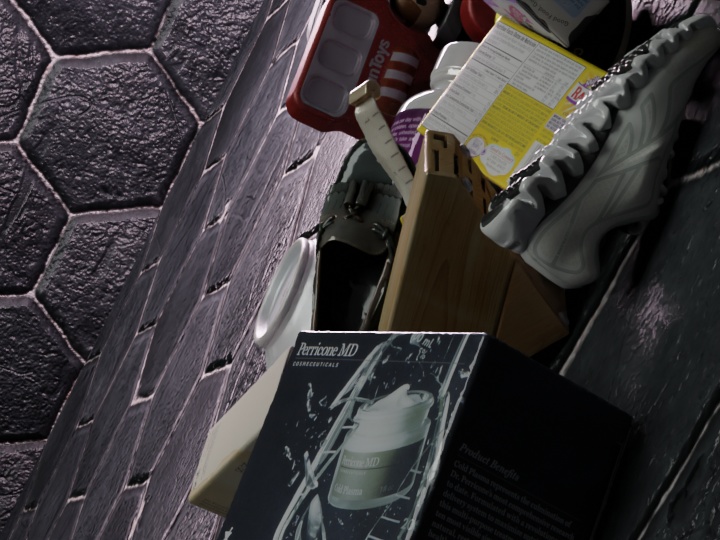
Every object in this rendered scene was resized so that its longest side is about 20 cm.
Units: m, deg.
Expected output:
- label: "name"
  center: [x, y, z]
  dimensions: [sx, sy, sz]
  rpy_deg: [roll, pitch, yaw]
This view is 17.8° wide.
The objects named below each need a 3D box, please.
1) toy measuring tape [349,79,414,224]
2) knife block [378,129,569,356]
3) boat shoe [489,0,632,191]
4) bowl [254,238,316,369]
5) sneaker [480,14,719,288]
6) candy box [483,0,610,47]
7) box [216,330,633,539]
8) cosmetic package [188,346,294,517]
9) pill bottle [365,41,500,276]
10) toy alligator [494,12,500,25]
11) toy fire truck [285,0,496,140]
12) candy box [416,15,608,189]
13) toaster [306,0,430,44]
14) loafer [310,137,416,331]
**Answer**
- label: "toy measuring tape"
  center: [0.063, -0.045, 1.572]
  dimensions: [0.074, 0.200, 0.074]
  rpy_deg: [-28, 0, 0]
- label: "knife block"
  center: [0.038, 0.032, 1.499]
  dimensions: [0.176, 0.200, 0.064]
  rpy_deg: [-30, 25, 16]
- label: "boat shoe"
  center: [0.142, -0.133, 1.622]
  dimensions: [0.074, 0.063, 0.201]
  rpy_deg: [-46, 22, 60]
- label: "bowl"
  center: [-0.029, 0.034, 1.923]
  dimensions: [0.201, 0.090, 0.201]
  rpy_deg: [-157, 90, -78]
- label: "sneaker"
  center: [0.161, -0.073, 1.411]
  dimensions: [0.200, 0.081, 0.075]
  rpy_deg: [-49, 3, -15]
- label: "candy box"
  center: [0.166, -0.257, 1.611]
  dimensions: [0.200, 0.072, 0.168]
  rpy_deg: [-49, 13, 2]
- label: "box"
  center: [0.025, 0.147, 1.319]
  dimensions: [0.200, 0.124, 0.197]
  rpy_deg: [-2, 61, 56]
- label: "cosmetic package"
  center: [-0.053, 0.142, 1.824]
  dimensions: [0.200, 0.104, 0.073]
  rpy_deg: [133, 157, -59]
- label: "pill bottle"
  center: [0.066, -0.061, 1.683]
  dimensions: [0.200, 0.112, 0.112]
  rpy_deg: [-70, 13, -16]
- label: "toy alligator"
  center: [0.117, -0.141, 1.770]
  dimensions: [0.054, 0.059, 0.200]
  rpy_deg: [41, 112, 35]
- label: "toy fire truck"
  center: [0.042, -0.183, 1.880]
  dimensions: [0.112, 0.168, 0.200]
  rpy_deg: [-38, 30, 65]
- label: "candy box"
  center: [0.118, -0.099, 1.539]
  dimensions: [0.102, 0.026, 0.200]
  rpy_deg: [-51, 34, 1]
- label: "toaster"
  center: [0.014, -0.262, 2.295]
  dimensions: [0.129, 0.114, 0.200]
  rpy_deg: [-115, 48, -79]
- label: "loafer"
  center: [0.000, 0.000, 1.582]
  dimensions: [0.063, 0.072, 0.200]
  rpy_deg: [28, -116, -60]
